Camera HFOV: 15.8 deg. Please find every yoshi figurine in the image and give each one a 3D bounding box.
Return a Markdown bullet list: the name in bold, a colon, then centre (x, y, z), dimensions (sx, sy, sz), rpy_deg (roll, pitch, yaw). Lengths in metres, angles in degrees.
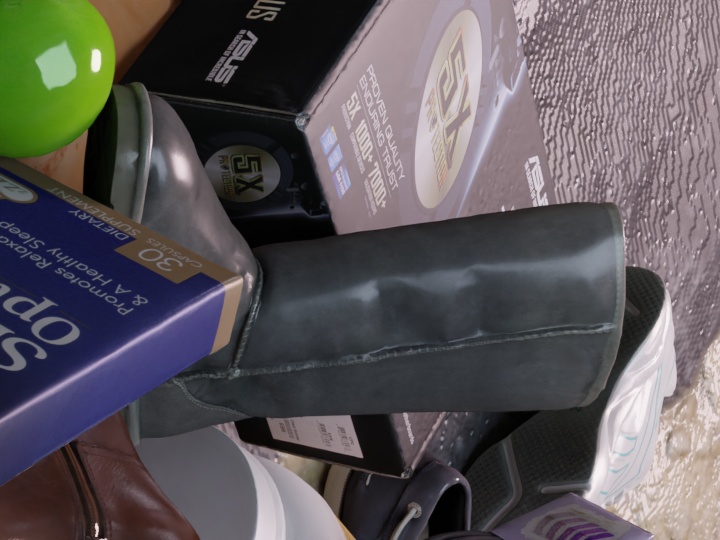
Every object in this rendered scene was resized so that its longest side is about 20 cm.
- **yoshi figurine**: centre (-0.119, -0.113, 0.825), dimensions (0.200, 0.112, 0.112), rpy_deg (77, 31, -51)

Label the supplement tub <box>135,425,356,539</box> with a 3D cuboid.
- **supplement tub**: centre (-0.049, 0.162, 1.042), dimensions (0.145, 0.144, 0.200), rpy_deg (-61, 138, -23)

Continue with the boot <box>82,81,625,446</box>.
- **boot**: centre (0.000, -0.002, 0.941), dimensions (0.182, 0.199, 0.073), rpy_deg (96, -10, -52)

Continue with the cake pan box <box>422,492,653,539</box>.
- **cake pan box**: centre (0.031, 0.200, 0.995), dimensions (0.184, 0.052, 0.201), rpy_deg (-22, 123, -38)

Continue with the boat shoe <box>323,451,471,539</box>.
- **boat shoe**: centre (0.016, 0.178, 1.194), dimensions (0.073, 0.063, 0.201), rpy_deg (-10, 106, -51)

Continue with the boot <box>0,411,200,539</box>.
- **boot**: centre (-0.147, 0.041, 0.823), dimensions (0.186, 0.200, 0.064), rpy_deg (15, 125, -44)

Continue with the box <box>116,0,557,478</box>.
- **box**: centre (-0.001, -0.044, 1.069), dimensions (0.164, 0.086, 0.201), rpy_deg (-56, 145, -38)

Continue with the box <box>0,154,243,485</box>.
- **box**: centre (-0.137, 0.018, 0.781), dimensions (0.200, 0.121, 0.033), rpy_deg (-34, 146, -54)

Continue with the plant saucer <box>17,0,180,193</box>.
- **plant saucer**: centre (-0.125, -0.057, 0.970), dimensions (0.200, 0.032, 0.201), rpy_deg (-22, 116, -54)

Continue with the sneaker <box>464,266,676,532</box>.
- **sneaker**: centre (0.111, 0.095, 1.292), dimensions (0.201, 0.070, 0.080), rpy_deg (-56, 139, -28)
